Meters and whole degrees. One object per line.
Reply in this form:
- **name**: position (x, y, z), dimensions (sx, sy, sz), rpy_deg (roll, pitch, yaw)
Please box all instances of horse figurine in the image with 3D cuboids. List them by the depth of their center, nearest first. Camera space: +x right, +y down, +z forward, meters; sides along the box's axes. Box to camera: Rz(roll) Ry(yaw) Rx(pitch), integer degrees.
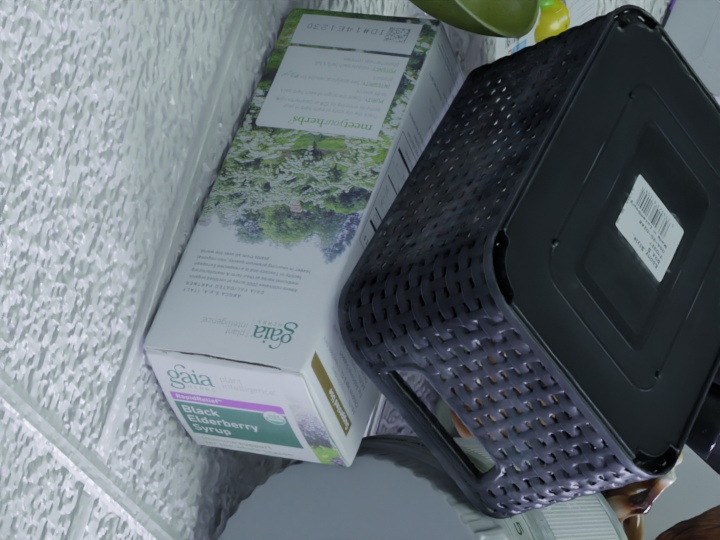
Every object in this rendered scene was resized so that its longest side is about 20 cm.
- **horse figurine**: position (0.111, 0.091, 1.451), dimensions (0.050, 0.200, 0.133), rpy_deg (-19, 144, -38)

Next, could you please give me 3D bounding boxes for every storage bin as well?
- **storage bin**: position (0.093, -0.005, 1.266), dimensions (0.135, 0.094, 0.200), rpy_deg (50, 45, -21)

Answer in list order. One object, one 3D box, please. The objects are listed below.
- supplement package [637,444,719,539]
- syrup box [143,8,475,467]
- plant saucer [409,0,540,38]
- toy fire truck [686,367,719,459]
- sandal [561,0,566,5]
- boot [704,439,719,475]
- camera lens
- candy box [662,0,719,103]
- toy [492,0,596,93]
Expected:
- **supplement package**: position (0.144, 0.169, 1.523), dimensions (0.117, 0.200, 0.118), rpy_deg (-23, 126, -17)
- **syrup box**: position (-0.018, -0.017, 1.288), dimensions (0.082, 0.079, 0.200), rpy_deg (64, 39, -51)
- **plant saucer**: position (0.019, -0.191, 1.300), dimensions (0.200, 0.031, 0.200), rpy_deg (49, 26, -35)
- **toy fire truck**: position (0.172, 0.030, 1.694), dimensions (0.200, 0.128, 0.176), rpy_deg (-55, 169, -56)
- **sandal**: position (0.097, -0.190, 1.538), dimensions (0.079, 0.059, 0.207), rpy_deg (-54, 165, -34)
- **boot**: position (0.232, 0.097, 1.842), dimensions (0.200, 0.068, 0.189), rpy_deg (-47, 161, -56)
- **camera lens**: position (0.033, 0.159, 1.350), dimensions (0.200, 0.160, 0.160), rpy_deg (8, 89, -66)
- **candy box**: position (0.252, -0.099, 1.884), dimensions (0.200, 0.071, 0.168), rpy_deg (72, 33, -42)
- **toy**: position (0.080, -0.072, 1.523), dimensions (0.115, 0.047, 0.200), rpy_deg (-38, 144, -48)
